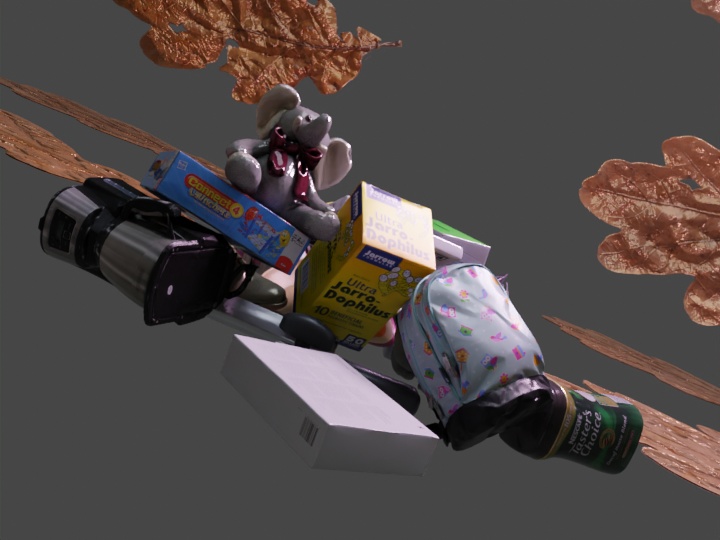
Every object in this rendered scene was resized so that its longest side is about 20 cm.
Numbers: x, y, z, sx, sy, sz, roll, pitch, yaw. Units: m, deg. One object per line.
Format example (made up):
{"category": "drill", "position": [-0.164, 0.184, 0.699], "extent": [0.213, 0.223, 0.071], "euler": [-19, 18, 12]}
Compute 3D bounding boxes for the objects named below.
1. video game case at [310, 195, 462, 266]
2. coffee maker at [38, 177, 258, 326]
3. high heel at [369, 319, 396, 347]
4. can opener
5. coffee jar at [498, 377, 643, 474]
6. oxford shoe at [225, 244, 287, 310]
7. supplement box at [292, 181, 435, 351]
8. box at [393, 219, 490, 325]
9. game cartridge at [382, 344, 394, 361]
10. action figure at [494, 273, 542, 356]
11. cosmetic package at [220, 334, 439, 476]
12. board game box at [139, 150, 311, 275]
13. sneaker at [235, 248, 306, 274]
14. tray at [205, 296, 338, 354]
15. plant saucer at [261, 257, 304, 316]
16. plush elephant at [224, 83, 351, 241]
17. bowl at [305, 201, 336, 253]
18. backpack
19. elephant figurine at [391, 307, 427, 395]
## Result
{"category": "video game case", "position": [0.018, -0.043, 1.219], "extent": [0.199, 0.023, 0.182], "euler": [22, -20, -25]}
{"category": "coffee maker", "position": [-0.269, -0.021, 1.058], "extent": [0.199, 0.136, 0.192], "euler": [28, -5, 25]}
{"category": "high heel", "position": [0.020, 0.088, 1.340], "extent": [0.096, 0.068, 0.200], "euler": [45, -9, -34]}
{"category": "can opener", "position": [-0.015, 0.119, 1.041], "extent": [0.199, 0.067, 0.053], "euler": [27, 7, -5]}
{"category": "coffee jar", "position": [0.280, 0.206, 1.124], "extent": [0.198, 0.105, 0.085], "euler": [17, 7, -32]}
{"category": "oxford shoe", "position": [-0.194, -0.002, 1.213], "extent": [0.198, 0.074, 0.071], "euler": [21, 23, 6]}
{"category": "supplement box", "position": [0.000, 0.000, 1.109], "extent": [0.108, 0.200, 0.110], "euler": [19, 46, -22]}
{"category": "box", "position": [0.101, 0.011, 1.371], "extent": [0.096, 0.178, 0.200], "euler": [13, 9, -23]}
{"category": "game cartridge", "position": [0.106, 0.133, 1.355], "extent": [0.132, 0.041, 0.200], "euler": [29, 9, 12]}
{"category": "action figure", "position": [0.200, 0.113, 1.247], "extent": [0.129, 0.202, 0.069], "euler": [-10, 9, 29]}
{"category": "cosmetic package", "position": [-0.036, 0.140, 0.881], "extent": [0.150, 0.052, 0.200], "euler": [13, 13, -39]}
{"category": "board game box", "position": [-0.182, -0.078, 1.100], "extent": [0.195, 0.056, 0.200], "euler": [34, -5, -21]}
{"category": "sneaker", "position": [-0.164, -0.016, 1.440], "extent": [0.088, 0.082, 0.199], "euler": [10, 8, -39]}
{"category": "tray", "position": [-0.127, 0.076, 1.134], "extent": [0.198, 0.022, 0.107], "euler": [23, 8, 1]}
{"category": "plant saucer", "position": [-0.061, 0.039, 1.283], "extent": [0.198, 0.036, 0.201], "euler": [2, 28, -1]}
{"category": "plush elephant", "position": [-0.086, -0.146, 1.085], "extent": [0.164, 0.156, 0.200], "euler": [33, -4, -19]}
{"category": "bowl", "position": [-0.035, -0.011, 1.471], "extent": [0.199, 0.202, 0.095], "euler": [20, 34, -18]}
{"category": "backpack", "position": [0.132, 0.095, 1.014], "extent": [0.166, 0.127, 0.201], "euler": [-12, 64, -34]}
{"category": "elephant figurine", "position": [0.144, 0.137, 1.162], "extent": [0.154, 0.142, 0.200], "euler": [-25, 59, -39]}
